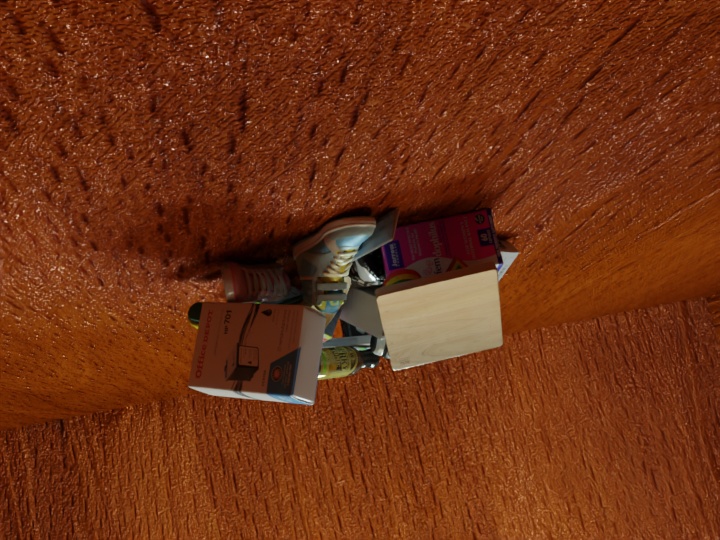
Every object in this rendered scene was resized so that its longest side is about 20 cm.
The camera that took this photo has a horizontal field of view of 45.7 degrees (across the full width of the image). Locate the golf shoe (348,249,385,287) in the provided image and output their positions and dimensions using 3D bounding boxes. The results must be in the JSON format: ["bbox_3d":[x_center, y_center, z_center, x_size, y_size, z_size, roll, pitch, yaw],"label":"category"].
[{"bbox_3d":[0.000,0.000,1.567,0.093,0.079,0.200,-13,167,8],"label":"golf shoe"}]

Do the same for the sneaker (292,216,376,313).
[{"bbox_3d":[-0.033,-0.005,1.369,0.079,0.132,0.199,-1,165,-34],"label":"sneaker"}]

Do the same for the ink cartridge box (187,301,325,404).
[{"bbox_3d":[-0.167,0.132,1.388,0.198,0.148,0.086,1,165,24],"label":"ink cartridge box"}]

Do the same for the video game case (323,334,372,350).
[{"bbox_3d":[-0.030,0.172,1.895,0.180,0.024,0.200,-6,167,10],"label":"video game case"}]

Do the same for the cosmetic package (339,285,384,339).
[{"bbox_3d":[0.028,0.064,1.667,0.112,0.082,0.199,-7,-163,-37],"label":"cosmetic package"}]

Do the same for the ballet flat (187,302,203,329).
[{"bbox_3d":[-0.215,0.099,1.513,0.198,0.067,0.067,9,144,25],"label":"ballet flat"}]

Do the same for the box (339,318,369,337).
[{"bbox_3d":[0.051,0.088,1.921,0.198,0.124,0.106,-10,167,-7],"label":"box"}]

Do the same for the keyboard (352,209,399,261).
[{"bbox_3d":[0.001,-0.045,1.408,0.011,0.057,0.199,21,153,-27],"label":"keyboard"}]

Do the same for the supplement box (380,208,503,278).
[{"bbox_3d":[0.138,-0.030,1.497,0.198,0.102,0.103,-12,168,0],"label":"supplement box"}]

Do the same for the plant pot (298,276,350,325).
[{"bbox_3d":[-0.089,0.084,1.526,0.200,0.027,0.200,-50,167,-16],"label":"plant pot"}]

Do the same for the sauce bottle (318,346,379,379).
[{"bbox_3d":[-0.043,0.188,1.770,0.199,0.065,0.064,-3,166,-45],"label":"sauce bottle"}]

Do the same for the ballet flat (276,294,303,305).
[{"bbox_3d":[-0.165,0.092,1.559,0.199,0.073,0.072,-13,169,32],"label":"ballet flat"}]

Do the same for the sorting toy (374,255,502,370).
[{"bbox_3d":[0.131,0.062,1.441,0.198,0.070,0.200,-13,136,1],"label":"sorting toy"}]

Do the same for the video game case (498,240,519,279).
[{"bbox_3d":[0.208,0.025,1.726,0.180,0.045,0.201,1,128,-51],"label":"video game case"}]

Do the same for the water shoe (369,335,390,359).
[{"bbox_3d":[0.080,0.089,1.776,0.078,0.202,0.071,22,163,-10],"label":"water shoe"}]

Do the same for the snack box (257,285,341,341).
[{"bbox_3d":[-0.153,0.093,1.704,0.168,0.068,0.200,27,154,-16],"label":"snack box"}]

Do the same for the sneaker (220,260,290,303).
[{"bbox_3d":[-0.178,0.017,1.477,0.103,0.076,0.200,-10,174,1],"label":"sneaker"}]
